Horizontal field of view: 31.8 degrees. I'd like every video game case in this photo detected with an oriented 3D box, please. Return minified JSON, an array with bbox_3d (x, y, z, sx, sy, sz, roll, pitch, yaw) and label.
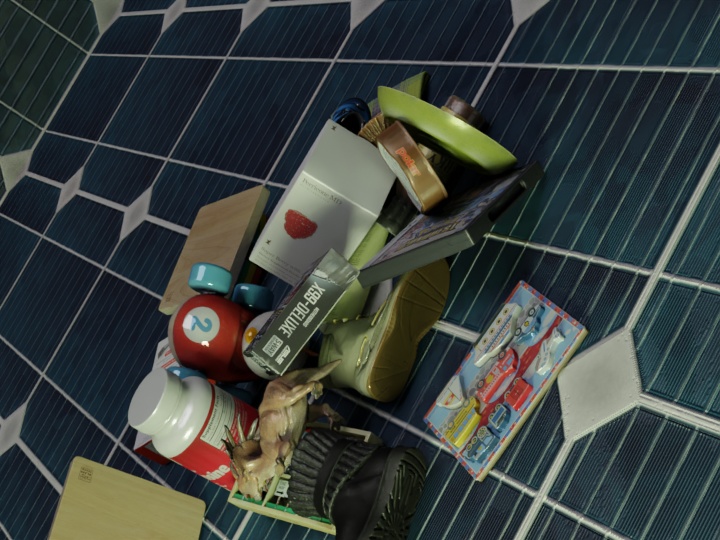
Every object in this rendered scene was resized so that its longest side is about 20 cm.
[{"bbox_3d":[0.109,-0.056,1.551,0.199,0.026,0.181,-22,14,46],"label":"video game case"}]

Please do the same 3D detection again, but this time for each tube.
[{"bbox_3d":[0.000,0.000,1.731,0.057,0.052,0.202,7,60,25],"label":"tube"}]

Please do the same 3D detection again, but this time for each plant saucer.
[{"bbox_3d":[0.102,-0.167,1.571,0.031,0.198,0.200,-62,29,0],"label":"plant saucer"}]

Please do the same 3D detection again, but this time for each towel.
[{"bbox_3d":[0.025,-0.210,1.919,0.199,0.023,0.145,-31,38,38],"label":"towel"}]

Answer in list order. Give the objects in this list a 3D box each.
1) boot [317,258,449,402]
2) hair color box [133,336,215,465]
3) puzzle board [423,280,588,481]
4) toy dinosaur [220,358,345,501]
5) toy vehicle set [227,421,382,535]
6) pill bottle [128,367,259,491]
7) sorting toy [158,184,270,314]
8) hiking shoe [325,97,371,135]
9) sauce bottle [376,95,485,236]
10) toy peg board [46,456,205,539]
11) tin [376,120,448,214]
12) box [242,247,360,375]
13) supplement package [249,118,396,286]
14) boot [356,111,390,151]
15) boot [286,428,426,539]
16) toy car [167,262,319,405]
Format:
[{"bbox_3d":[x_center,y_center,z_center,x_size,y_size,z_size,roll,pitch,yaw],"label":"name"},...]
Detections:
[{"bbox_3d":[0.025,0.065,1.604,0.154,0.072,0.202,0,62,60],"label":"boot"},{"bbox_3d":[-0.278,0.185,1.953,0.110,0.064,0.202,-32,39,39],"label":"hair color box"},{"bbox_3d":[0.154,0.117,1.408,0.201,0.017,0.151,-55,29,4],"label":"puzzle board"},{"bbox_3d":[-0.101,0.184,1.552,0.134,0.086,0.202,12,74,43],"label":"toy dinosaur"},{"bbox_3d":[-0.071,0.250,1.571,0.198,0.026,0.126,3,64,45],"label":"toy vehicle set"},{"bbox_3d":[-0.202,0.211,1.670,0.112,0.199,0.113,-37,34,31],"label":"pill bottle"},{"bbox_3d":[-0.219,-0.019,2.056,0.199,0.069,0.201,-14,50,52],"label":"sorting toy"},{"bbox_3d":[-0.012,-0.199,1.834,0.087,0.074,0.201,-49,13,38],"label":"hiking shoe"},{"bbox_3d":[0.092,-0.137,1.704,0.201,0.064,0.065,-58,29,3],"label":"sauce bottle"},{"bbox_3d":[-0.337,0.390,1.723,0.098,0.198,0.201,-45,28,49],"label":"toy peg board"},{"bbox_3d":[0.062,-0.126,1.573,0.042,0.113,0.200,-30,-2,1],"label":"tin"},{"bbox_3d":[-0.078,0.055,1.590,0.158,0.050,0.200,-52,4,-10],"label":"box"},{"bbox_3d":[-0.050,-0.080,1.727,0.201,0.120,0.120,-54,8,45],"label":"supplement package"},{"bbox_3d":[0.033,-0.175,1.766,0.201,0.074,0.108,115,-179,-55],"label":"boot"},{"bbox_3d":[-0.026,0.280,1.422,0.156,0.080,0.213,2,51,34],"label":"boot"},{"bbox_3d":[-0.148,0.098,1.751,0.198,0.176,0.187,-2,69,41],"label":"toy car"}]
